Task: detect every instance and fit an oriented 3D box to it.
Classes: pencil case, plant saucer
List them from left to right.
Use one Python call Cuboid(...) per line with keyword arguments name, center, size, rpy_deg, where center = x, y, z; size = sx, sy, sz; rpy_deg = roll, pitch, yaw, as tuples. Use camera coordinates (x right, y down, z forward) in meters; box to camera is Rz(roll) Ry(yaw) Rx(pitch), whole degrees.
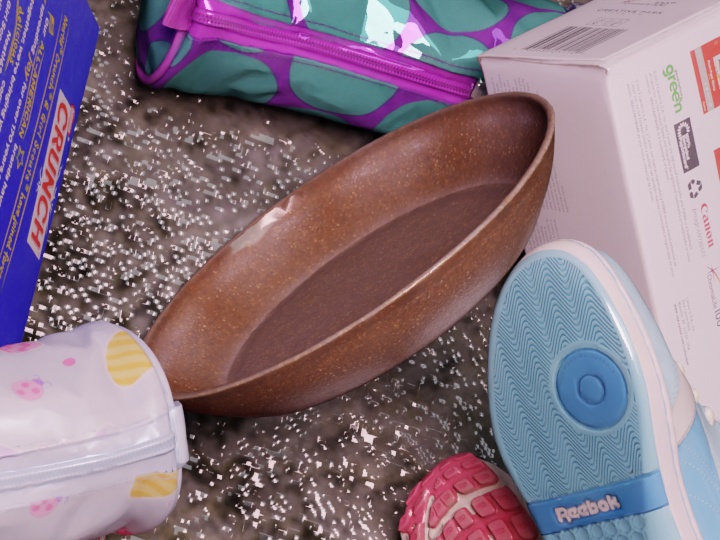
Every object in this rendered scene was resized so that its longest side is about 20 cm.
Cuboid(name="pencil case", center=(-0.160, 0.072, 0.758), size=(0.200, 0.091, 0.083), rpy_deg=(-11, 83, -38))
Cuboid(name="pencil case", center=(0.000, -0.102, 0.978), size=(0.200, 0.092, 0.085), rpy_deg=(12, 108, -19))
Cuboid(name="plant saucer", center=(0.000, 0.000, 0.882), size=(0.200, 0.200, 0.037), rpy_deg=(-46, 112, -32))

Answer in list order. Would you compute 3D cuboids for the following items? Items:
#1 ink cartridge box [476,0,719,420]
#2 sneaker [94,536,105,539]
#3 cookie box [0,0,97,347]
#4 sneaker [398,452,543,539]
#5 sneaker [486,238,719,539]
Cuboid(name="ink cartridge box", center=(0.162, -0.031, 0.978), size=(0.175, 0.084, 0.200), rpy_deg=(-27, 113, -32))
Cuboid(name="sneaker", center=(-0.095, 0.142, 0.840), size=(0.200, 0.078, 0.116), rpy_deg=(31, 61, -12))
Cuboid(name="cookie box", center=(-0.172, -0.075, 0.810), size=(0.075, 0.200, 0.171), rpy_deg=(4, 63, 12))
Cuboid(name="sneaker", center=(0.090, 0.164, 0.925), size=(0.200, 0.081, 0.075), rpy_deg=(55, 30, 4))
Cuboid(name="sneaker", center=(0.126, 0.071, 0.879), size=(0.131, 0.079, 0.200), rpy_deg=(-26, 103, -47))
